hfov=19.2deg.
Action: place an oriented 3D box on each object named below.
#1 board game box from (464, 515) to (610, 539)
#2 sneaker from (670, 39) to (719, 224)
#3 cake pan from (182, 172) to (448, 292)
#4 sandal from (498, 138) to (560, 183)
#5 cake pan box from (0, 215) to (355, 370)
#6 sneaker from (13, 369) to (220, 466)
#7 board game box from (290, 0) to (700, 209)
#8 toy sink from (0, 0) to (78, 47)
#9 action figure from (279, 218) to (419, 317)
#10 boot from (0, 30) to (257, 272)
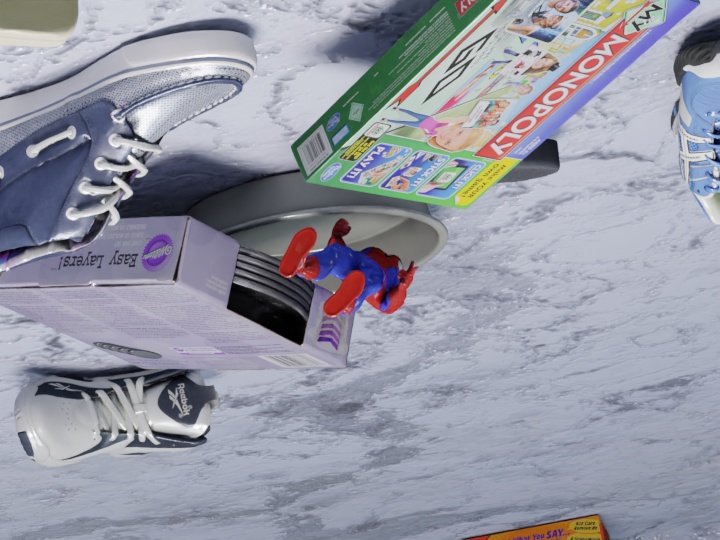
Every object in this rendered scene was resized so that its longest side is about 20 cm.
[{"bbox_3d":[0.267,0.475,3.019,0.199,0.200,0.200,-11,163,8],"label":"board game box"},{"bbox_3d":[0.235,-0.091,1.330,0.076,0.077,0.200,-9,162,6],"label":"sneaker"},{"bbox_3d":[-0.040,-0.023,1.475,0.200,0.037,0.200,-9,163,-3],"label":"cake pan"},{"bbox_3d":[0.056,-0.084,1.336,0.076,0.043,0.200,-9,173,29],"label":"sandal"},{"bbox_3d":[-0.128,0.019,1.410,0.200,0.052,0.184,-2,162,38],"label":"cake pan box"},{"bbox_3d":[-0.191,0.116,1.790,0.129,0.080,0.199,-18,161,24],"label":"sneaker"},{"bbox_3d":[0.073,-0.108,1.176,0.134,0.029,0.200,8,140,-44],"label":"board game box"},{"bbox_3d":[-0.180,-0.166,0.763,0.200,0.131,0.112,2,160,-32],"label":"toy sink"},{"bbox_3d":[0.000,0.000,1.391,0.052,0.065,0.200,-54,171,5],"label":"action figure"},{"bbox_3d":[-0.139,-0.064,1.193,0.200,0.091,0.073,-18,161,28],"label":"boot"}]
